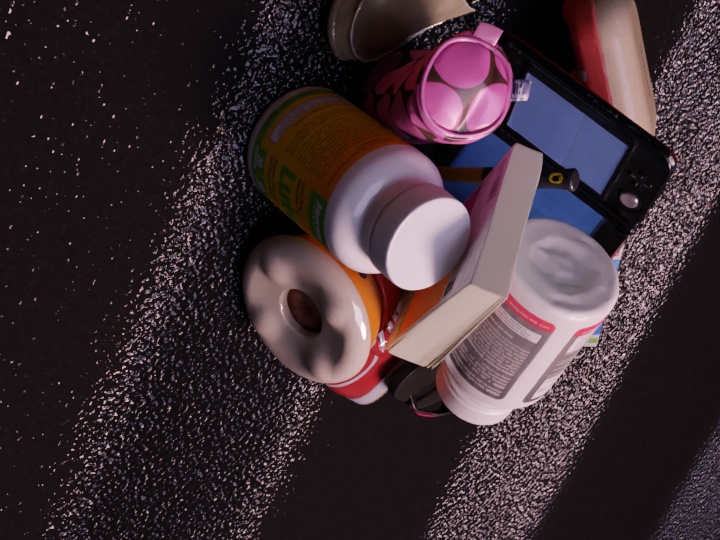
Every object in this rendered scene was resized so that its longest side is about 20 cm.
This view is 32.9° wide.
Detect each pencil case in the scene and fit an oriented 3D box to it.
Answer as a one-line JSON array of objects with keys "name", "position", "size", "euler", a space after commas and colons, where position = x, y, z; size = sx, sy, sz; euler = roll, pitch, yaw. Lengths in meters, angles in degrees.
[{"name": "pencil case", "position": [0.062, -0.152, 1.017], "size": [0.090, 0.200, 0.094], "euler": [12, 92, -17]}]

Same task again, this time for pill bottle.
[{"name": "pill bottle", "position": [0.140, 0.055, 1.097], "size": [0.110, 0.111, 0.200], "euler": [-14, 149, -32]}, {"name": "pill bottle", "position": [-0.001, -0.067, 1.012], "size": [0.111, 0.200, 0.111], "euler": [-20, 129, -27]}]

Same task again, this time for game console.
[{"name": "game console", "position": [0.157, -0.084, 1.112], "size": [0.119, 0.200, 0.172], "euler": [-46, 167, -24]}]

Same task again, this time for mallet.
[{"name": "mallet", "position": [0.106, -0.095, 1.088], "size": [0.041, 0.200, 0.066], "euler": [8, 82, -49]}]

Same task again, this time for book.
[{"name": "book", "position": [0.088, -0.009, 1.040], "size": [0.048, 0.200, 0.134], "euler": [22, 66, -7]}]

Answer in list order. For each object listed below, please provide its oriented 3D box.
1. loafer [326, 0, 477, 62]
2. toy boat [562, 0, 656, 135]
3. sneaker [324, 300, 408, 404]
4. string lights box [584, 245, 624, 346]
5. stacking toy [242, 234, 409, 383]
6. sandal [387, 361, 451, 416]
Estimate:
[{"name": "loafer", "position": [0.059, -0.243, 1.034], "size": [0.200, 0.068, 0.076], "euler": [-39, 136, -11]}, {"name": "toy boat", "position": [0.212, -0.171, 1.180], "size": [0.131, 0.130, 0.201], "euler": [-51, 129, -64]}, {"name": "sneaker", "position": [0.025, 0.040, 1.202], "size": [0.200, 0.071, 0.112], "euler": [-53, 140, 7]}, {"name": "string lights box", "position": [0.206, 0.002, 1.259], "size": [0.102, 0.059, 0.200], "euler": [1, 146, 3]}, {"name": "stacking toy", "position": [0.000, 0.000, 1.142], "size": [0.200, 0.146, 0.147], "euler": [-36, 138, -41]}, {"name": "sandal", "position": [0.078, 0.126, 1.277], "size": [0.075, 0.045, 0.200], "euler": [-47, 163, 6]}]
